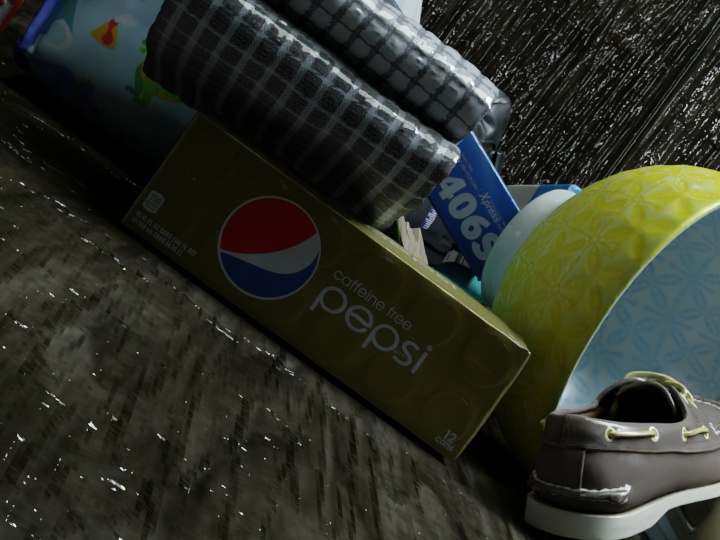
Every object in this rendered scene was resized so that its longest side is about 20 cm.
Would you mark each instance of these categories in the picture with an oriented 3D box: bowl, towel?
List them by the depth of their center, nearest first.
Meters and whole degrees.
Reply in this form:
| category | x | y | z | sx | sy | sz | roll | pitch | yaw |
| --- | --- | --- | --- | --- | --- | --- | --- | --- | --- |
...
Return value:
| category | x | y | z | sx | sy | sz | roll | pitch | yaw |
| --- | --- | --- | --- | --- | --- | --- | --- | --- | --- |
| towel | -0.029 | -0.092 | 1.097 | 0.165 | 0.086 | 0.200 | 34 | -11 | -4 |
| bowl | 0.130 | 0.017 | 1.168 | 0.108 | 0.200 | 0.200 | 37 | 5 | 30 |

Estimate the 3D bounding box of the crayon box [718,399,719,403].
| category | x | y | z | sx | sy | sz | roll | pitch | yaw |
| --- | --- | --- | --- | --- | --- | --- | --- | --- | --- |
| crayon box | 0.183 | 0.080 | 1.379 | 0.119 | 0.058 | 0.200 | 33 | -10 | 35 |

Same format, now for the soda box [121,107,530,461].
| category | x | y | z | sx | sy | sz | roll | pitch | yaw |
| --- | --- | --- | --- | --- | --- | --- | --- | --- | --- |
| soda box | -0.015 | 0.005 | 1.050 | 0.200 | 0.068 | 0.064 | 36 | 5 | -4 |

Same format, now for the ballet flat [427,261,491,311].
| category | x | y | z | sx | sy | sz | roll | pitch | yaw |
| --- | --- | --- | --- | --- | --- | --- | --- | --- | --- |
| ballet flat | 0.031 | 0.027 | 1.183 | 0.067 | 0.064 | 0.200 | 40 | 8 | 15 |

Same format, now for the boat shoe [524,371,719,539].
| category | x | y | z | sx | sy | sz | roll | pitch | yaw |
| --- | --- | --- | --- | --- | --- | --- | --- | --- | --- |
| boat shoe | 0.144 | 0.085 | 1.086 | 0.072 | 0.060 | 0.200 | 10 | 12 | 30 |

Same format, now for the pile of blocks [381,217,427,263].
| category | x | y | z | sx | sy | sz | roll | pitch | yaw |
| --- | --- | --- | --- | --- | --- | --- | --- | --- | --- |
| pile of blocks | 0.000 | 0.000 | 1.328 | 0.062 | 0.082 | 0.200 | -6 | -14 | 10 |

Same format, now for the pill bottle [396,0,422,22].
| category | x | y | z | sx | sy | sz | roll | pitch | yaw |
| --- | --- | --- | --- | --- | --- | --- | --- | --- | --- |
| pill bottle | -0.067 | -0.188 | 1.400 | 0.199 | 0.111 | 0.111 | 2 | -5 | 16 |

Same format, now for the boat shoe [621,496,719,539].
| category | x | y | z | sx | sy | sz | roll | pitch | yaw |
| --- | --- | --- | --- | --- | --- | --- | --- | --- | --- |
| boat shoe | 0.192 | 0.149 | 1.119 | 0.075 | 0.068 | 0.200 | 33 | 6 | -27 |

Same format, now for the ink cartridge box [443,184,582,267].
| category | x | y | z | sx | sy | sz | roll | pitch | yaw |
| --- | --- | --- | --- | --- | --- | --- | --- | --- | --- |
| ink cartridge box | 0.145 | 0.002 | 1.687 | 0.146 | 0.084 | 0.200 | 35 | -13 | -24 |

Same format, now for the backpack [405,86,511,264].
| category | x | y | z | sx | sy | sz | roll | pitch | yaw |
| --- | --- | --- | --- | --- | --- | --- | --- | --- | --- |
| backpack | -0.009 | -0.086 | 1.494 | 0.154 | 0.164 | 0.200 | 30 | 13 | 26 |

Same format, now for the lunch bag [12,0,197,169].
| category | x | y | z | sx | sy | sz | roll | pitch | yaw |
| --- | --- | --- | --- | --- | --- | --- | --- | --- | --- |
| lunch bag | -0.107 | -0.119 | 1.304 | 0.170 | 0.128 | 0.200 | 34 | -8 | 0 |

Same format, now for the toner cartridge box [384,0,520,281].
| category | x | y | z | sx | sy | sz | roll | pitch | yaw |
| --- | --- | --- | --- | --- | --- | --- | --- | --- | --- |
| toner cartridge box | 0.034 | -0.093 | 1.245 | 0.200 | 0.043 | 0.095 | 59 | 4 | -3 |

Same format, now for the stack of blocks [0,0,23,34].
| category | x | y | z | sx | sy | sz | roll | pitch | yaw |
| --- | --- | --- | --- | --- | --- | --- | --- | --- | --- |
| stack of blocks | -0.274 | -0.226 | 1.446 | 0.115 | 0.059 | 0.200 | 35 | 6 | -14 |
